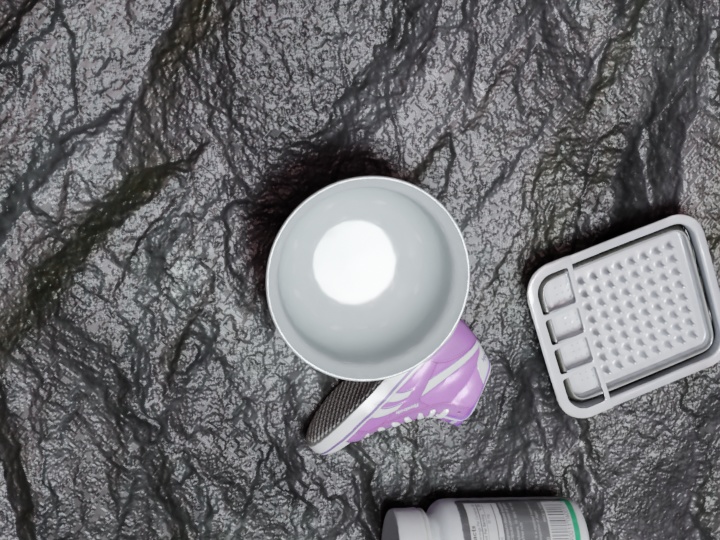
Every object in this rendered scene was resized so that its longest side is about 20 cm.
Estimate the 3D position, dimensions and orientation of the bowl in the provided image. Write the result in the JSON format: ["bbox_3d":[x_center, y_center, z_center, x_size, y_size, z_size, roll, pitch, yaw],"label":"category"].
[{"bbox_3d":[0.000,0.000,1.418,0.199,0.090,0.203,-3,103,-12],"label":"bowl"}]

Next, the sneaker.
[{"bbox_3d":[0.047,0.139,1.473,0.200,0.073,0.114,-40,114,2],"label":"sneaker"}]

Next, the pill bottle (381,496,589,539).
[{"bbox_3d":[0.127,0.291,1.502,0.198,0.113,0.114,1,103,-11],"label":"pill bottle"}]

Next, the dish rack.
[{"bbox_3d":[0.273,0.044,1.511,0.198,0.044,0.173,-21,105,-6],"label":"dish rack"}]
